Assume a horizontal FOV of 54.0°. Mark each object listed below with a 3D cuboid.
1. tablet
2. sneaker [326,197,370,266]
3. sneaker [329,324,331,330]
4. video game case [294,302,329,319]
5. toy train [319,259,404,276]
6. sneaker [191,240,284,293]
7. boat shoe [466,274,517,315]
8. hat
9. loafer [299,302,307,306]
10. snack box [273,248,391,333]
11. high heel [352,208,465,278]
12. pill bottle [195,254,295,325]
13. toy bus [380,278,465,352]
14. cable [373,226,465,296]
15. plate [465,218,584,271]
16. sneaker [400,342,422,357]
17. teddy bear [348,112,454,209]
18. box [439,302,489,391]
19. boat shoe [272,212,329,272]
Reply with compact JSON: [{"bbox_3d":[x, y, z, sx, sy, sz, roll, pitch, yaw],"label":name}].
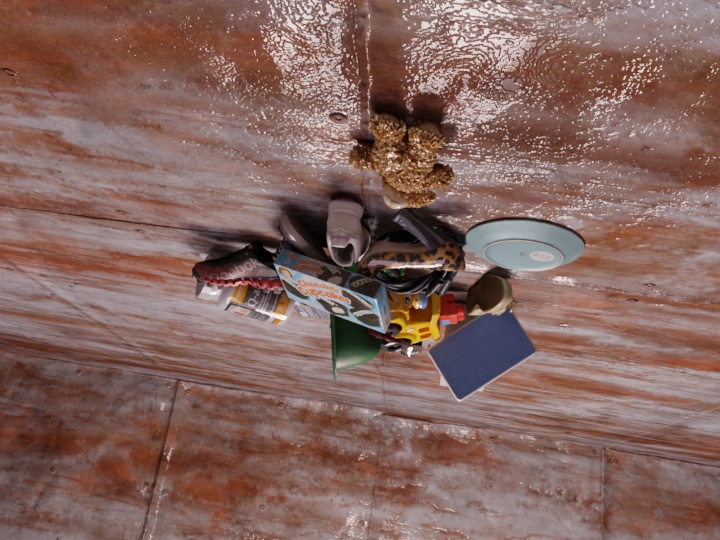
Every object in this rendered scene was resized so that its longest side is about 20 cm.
[{"bbox_3d":[0.254,0.169,1.484,0.199,0.131,0.014,-33,171,3],"label":"tablet"},{"bbox_3d":[-0.028,-0.044,1.198,0.074,0.101,0.200,4,162,9],"label":"sneaker"},{"bbox_3d":[0.028,0.138,1.612,0.198,0.088,0.074,-15,-173,-19],"label":"sneaker"},{"bbox_3d":[-0.067,0.096,1.737,0.198,0.019,0.143,5,161,10],"label":"video game case"},{"bbox_3d":[0.000,0.000,1.322,0.198,0.042,0.057,-4,145,-30],"label":"toy train"},{"bbox_3d":[-0.236,-0.013,1.398,0.198,0.099,0.071,3,-160,2],"label":"sneaker"},{"bbox_3d":[0.262,0.051,1.380,0.062,0.074,0.200,6,172,-8],"label":"boat shoe"},{"bbox_3d":[0.030,0.130,1.364,0.174,0.201,0.167,-3,132,-3],"label":"hat"},{"bbox_3d":[-0.060,0.069,1.582,0.198,0.068,0.076,-3,157,32],"label":"loafer"},{"bbox_3d":[-0.046,0.036,1.221,0.198,0.037,0.117,19,151,21],"label":"snack box"},{"bbox_3d":[0.075,0.001,1.175,0.142,0.072,0.200,38,128,-3],"label":"high heel"},{"bbox_3d":[-0.244,0.039,1.515,0.198,0.117,0.116,18,160,-23],"label":"pill bottle"},{"bbox_3d":[0.116,0.077,1.445,0.190,0.137,0.200,-8,155,9],"label":"toy bus"},{"bbox_3d":[0.098,-0.024,1.251,0.162,0.051,0.201,17,146,-2],"label":"cable"},{"bbox_3d":[0.274,-0.034,1.189,0.198,0.026,0.200,9,160,3],"label":"plate"},{"bbox_3d":[0.131,0.162,1.706,0.066,0.091,0.200,6,162,-7],"label":"sneaker"},{"bbox_3d":[0.056,-0.138,0.938,0.144,0.067,0.200,16,159,-10],"label":"teddy bear"},{"bbox_3d":[0.241,0.178,1.608,0.105,0.154,0.200,6,160,7],"label":"box"},{"bbox_3d":[-0.124,-0.028,1.278,0.092,0.075,0.200,-32,152,4],"label":"boat shoe"}]
